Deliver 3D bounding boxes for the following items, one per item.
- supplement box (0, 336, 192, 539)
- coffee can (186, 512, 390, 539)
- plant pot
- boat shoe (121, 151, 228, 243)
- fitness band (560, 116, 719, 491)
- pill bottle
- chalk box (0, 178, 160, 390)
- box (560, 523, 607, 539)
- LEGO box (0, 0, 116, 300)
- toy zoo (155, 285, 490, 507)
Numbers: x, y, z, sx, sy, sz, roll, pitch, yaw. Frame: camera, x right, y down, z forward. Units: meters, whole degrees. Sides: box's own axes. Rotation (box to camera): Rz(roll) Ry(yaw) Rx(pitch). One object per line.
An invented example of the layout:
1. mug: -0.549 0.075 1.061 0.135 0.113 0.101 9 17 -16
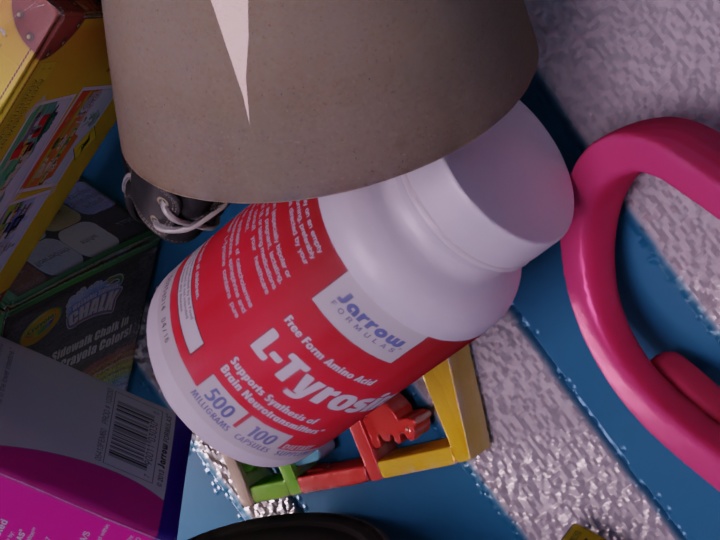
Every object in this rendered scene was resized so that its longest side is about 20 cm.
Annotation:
1. supplement box: -0.196 0.098 1.052 0.199 0.101 0.104 26 120 -14
2. coffee can: -0.035 0.248 1.112 0.146 0.146 0.201 2 111 39
3. plant pot: -0.034 -0.161 0.868 0.186 0.187 0.201 12 130 35
4. boat shoe: -0.075 -0.045 1.009 0.200 0.071 0.068 -167 84 -74
5. fitness band: 0.152 0.019 0.890 0.200 0.037 0.144 41 143 45
6. pill bottle: 0.000 0.000 0.968 0.200 0.112 0.113 -38 84 38
7. chalk box: -0.200 0.013 1.157 0.123 0.124 0.201 32 126 24
8. box: 0.093 0.227 1.044 0.064 0.070 0.201 27 125 17
9. LEGO box: -0.183 -0.062 0.974 0.077 0.149 0.201 37 106 8
10. toy zoo: -0.012 0.045 1.085 0.199 0.020 0.132 -16 98 43
